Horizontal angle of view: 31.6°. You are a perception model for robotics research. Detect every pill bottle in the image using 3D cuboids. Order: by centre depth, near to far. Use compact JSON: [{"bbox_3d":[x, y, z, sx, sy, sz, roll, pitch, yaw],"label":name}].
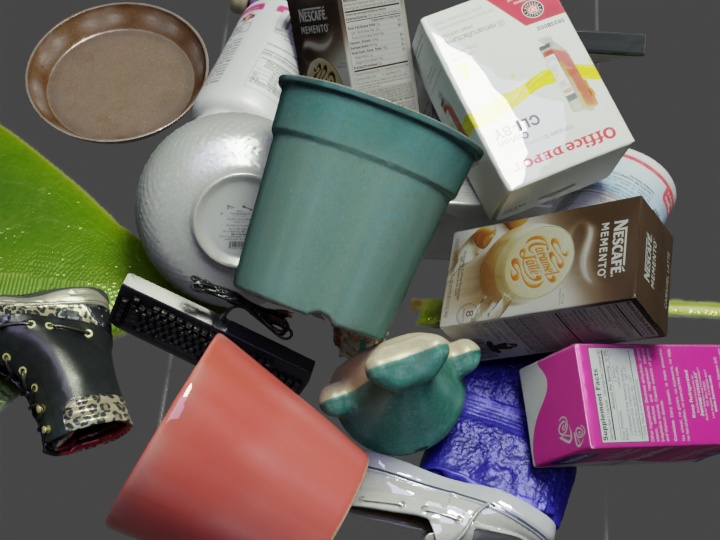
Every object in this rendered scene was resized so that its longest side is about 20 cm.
[{"bbox_3d":[0.246,-0.027,1.334,0.109,0.109,0.200,29,62,9],"label":"pill bottle"},{"bbox_3d":[-0.113,-0.186,1.373,0.113,0.113,0.200,21,60,5],"label":"pill bottle"}]

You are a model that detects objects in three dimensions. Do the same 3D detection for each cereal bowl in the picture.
[{"bbox_3d":[-0.121,-0.056,1.257,0.200,0.083,0.200,-2,101,-12],"label":"cereal bowl"}]

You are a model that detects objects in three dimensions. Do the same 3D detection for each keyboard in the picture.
[{"bbox_3d":[-0.136,0.058,1.209,0.200,0.127,0.021,25,43,-6],"label":"keyboard"}]

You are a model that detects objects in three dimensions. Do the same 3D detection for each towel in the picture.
[{"bbox_3d":[0.156,0.142,1.262,0.148,0.050,0.200,21,61,4],"label":"towel"}]

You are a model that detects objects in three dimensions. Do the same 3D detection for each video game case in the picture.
[{"bbox_3d":[0.196,-0.254,1.425,0.200,0.181,0.026,3,97,-6],"label":"video game case"}]

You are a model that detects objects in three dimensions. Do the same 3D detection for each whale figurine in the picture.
[{"bbox_3d":[0.042,0.114,1.173,0.159,0.200,0.104,-17,78,-8],"label":"whale figurine"}]

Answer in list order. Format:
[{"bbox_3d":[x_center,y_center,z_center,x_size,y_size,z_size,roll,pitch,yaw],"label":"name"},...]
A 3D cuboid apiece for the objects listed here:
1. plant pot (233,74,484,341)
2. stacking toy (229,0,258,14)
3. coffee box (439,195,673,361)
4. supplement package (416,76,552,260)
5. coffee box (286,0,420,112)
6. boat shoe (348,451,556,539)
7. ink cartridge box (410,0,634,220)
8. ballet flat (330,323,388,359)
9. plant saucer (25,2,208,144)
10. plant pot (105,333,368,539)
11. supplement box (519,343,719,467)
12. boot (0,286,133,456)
[{"bbox_3d":[-0.015,-0.051,1.158,0.200,0.200,0.196,21,88,4],"label":"plant pot"},{"bbox_3d":[-0.048,-0.322,1.481,0.200,0.085,0.085,11,60,-6],"label":"stacking toy"},{"bbox_3d":[0.185,0.010,1.205,0.200,0.080,0.114,-11,53,32],"label":"coffee box"},{"bbox_3d":[0.125,-0.124,1.365,0.121,0.120,0.200,2,61,-7],"label":"supplement package"},{"bbox_3d":[-0.003,-0.193,1.316,0.080,0.113,0.200,-16,104,-27],"label":"coffee box"},{"bbox_3d":[0.077,0.240,1.183,0.202,0.075,0.086,19,60,6],"label":"boat shoe"},{"bbox_3d":[0.158,-0.171,1.260,0.145,0.083,0.200,-22,76,-13],"label":"ink cartridge box"},{"bbox_3d":[0.000,0.000,1.313,0.076,0.064,0.200,-4,61,-9],"label":"ballet flat"},{"bbox_3d":[-0.266,-0.212,1.403,0.200,0.034,0.200,0,57,0],"label":"plant saucer"},{"bbox_3d":[-0.102,0.183,1.134,0.177,0.200,0.200,31,61,-2],"label":"plant pot"},{"bbox_3d":[0.267,0.129,1.217,0.200,0.101,0.103,3,71,-24],"label":"supplement box"},{"bbox_3d":[-0.323,0.102,1.203,0.203,0.073,0.154,-10,61,-21],"label":"boot"}]
